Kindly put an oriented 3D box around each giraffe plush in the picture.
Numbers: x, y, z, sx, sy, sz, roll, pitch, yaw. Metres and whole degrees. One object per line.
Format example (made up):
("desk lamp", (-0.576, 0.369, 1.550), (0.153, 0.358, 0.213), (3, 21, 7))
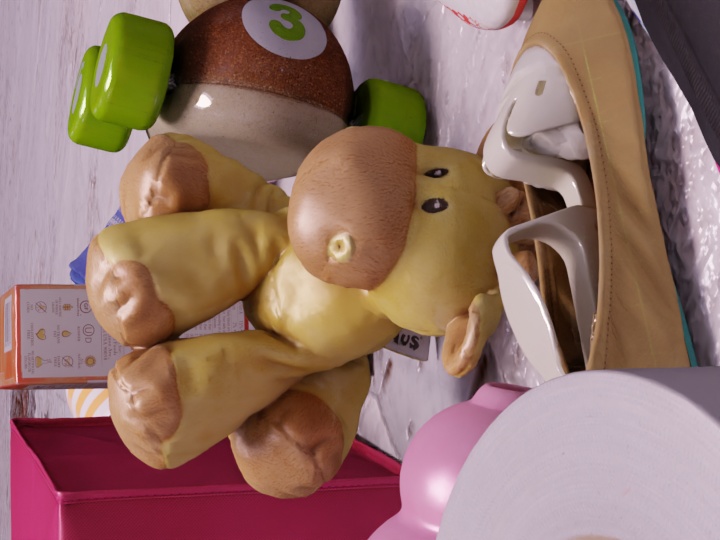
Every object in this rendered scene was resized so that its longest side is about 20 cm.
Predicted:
("giraffe plush", (0.000, 0.000, 0.711), (0.162, 0.199, 0.174), (-27, 69, 50))

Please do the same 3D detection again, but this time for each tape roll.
("tape roll", (0.098, 0.129, 0.486), (0.200, 0.066, 0.202), (-1, 89, 61))

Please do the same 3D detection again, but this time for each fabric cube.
("fabric cube", (-0.091, 0.194, 0.913), (0.200, 0.194, 0.201), (-162, 72, -71))

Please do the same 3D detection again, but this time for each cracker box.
("cracker box", (-0.109, 0.039, 0.952), (0.134, 0.198, 0.058), (164, 106, -71))

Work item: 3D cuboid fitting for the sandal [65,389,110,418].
("sandal", (-0.174, 0.077, 1.118), (0.207, 0.059, 0.080), (-115, 32, -51))

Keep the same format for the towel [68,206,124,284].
("towel", (-0.131, -0.064, 1.133), (0.201, 0.024, 0.145), (-57, 22, -3))

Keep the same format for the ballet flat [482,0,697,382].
("ballet flat", (0.077, -0.027, 0.605), (0.069, 0.062, 0.202), (123, 143, -58))

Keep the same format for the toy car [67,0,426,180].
("toy car", (-0.050, -0.152, 0.867), (0.158, 0.163, 0.202), (168, 113, -71))

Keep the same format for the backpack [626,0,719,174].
("backpack", (0.125, -0.095, 0.321), (0.178, 0.149, 0.201), (105, 163, -46))

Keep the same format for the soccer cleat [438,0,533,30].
("soccer cleat", (0.021, -0.163, 0.736), (0.201, 0.084, 0.069), (-115, 31, -52))

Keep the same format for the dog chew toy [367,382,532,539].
("dog chew toy", (0.045, 0.145, 0.635), (0.124, 0.123, 0.202), (-164, 82, -71))

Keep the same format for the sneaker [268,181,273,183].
("sneaker", (-0.059, -0.155, 1.003), (0.088, 0.081, 0.202), (178, 83, -70))
